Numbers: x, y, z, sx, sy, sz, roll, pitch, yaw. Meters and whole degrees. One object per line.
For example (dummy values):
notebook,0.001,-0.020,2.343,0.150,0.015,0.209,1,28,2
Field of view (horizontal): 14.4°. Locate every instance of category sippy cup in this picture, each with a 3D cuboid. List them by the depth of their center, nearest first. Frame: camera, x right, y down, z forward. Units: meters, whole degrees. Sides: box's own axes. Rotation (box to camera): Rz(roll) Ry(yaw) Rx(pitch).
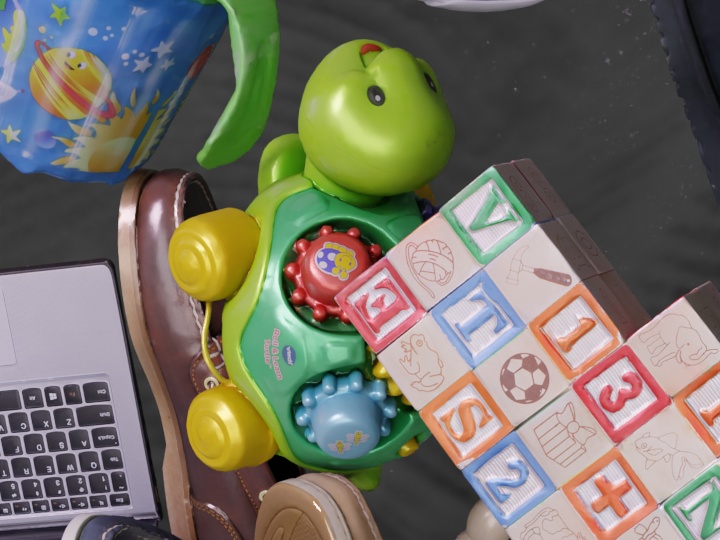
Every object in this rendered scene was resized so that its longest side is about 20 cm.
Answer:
sippy cup,-0.118,-0.114,1.249,0.139,0.178,0.131,11,120,-21

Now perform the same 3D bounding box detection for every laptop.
laptop,-0.199,0.113,1.314,0.187,0.116,0.201,-6,103,16

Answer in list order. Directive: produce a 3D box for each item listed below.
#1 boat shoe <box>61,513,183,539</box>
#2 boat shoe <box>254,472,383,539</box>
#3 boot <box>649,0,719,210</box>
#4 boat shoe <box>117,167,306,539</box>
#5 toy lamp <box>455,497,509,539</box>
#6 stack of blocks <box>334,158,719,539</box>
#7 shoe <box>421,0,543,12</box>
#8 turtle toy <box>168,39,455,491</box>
boat shoe,-0.060,0.170,1.288,0.062,0.075,0.200,-6,139,37
boat shoe,0.009,0.165,1.260,0.074,0.069,0.201,23,136,45
boot,0.212,-0.094,1.151,0.168,0.077,0.200,-13,125,16
boat shoe,-0.059,0.046,1.303,0.070,0.070,0.201,-2,113,23
toy lamp,0.064,0.103,1.303,0.058,0.058,0.200,29,107,2
stack of blocks,0.098,0.053,1.122,0.115,0.059,0.200,-40,82,17
shoe,0.016,-0.165,1.195,0.199,0.091,0.072,17,77,-17
turtle toy,0.000,0.000,1.231,0.101,0.146,0.201,8,108,44
